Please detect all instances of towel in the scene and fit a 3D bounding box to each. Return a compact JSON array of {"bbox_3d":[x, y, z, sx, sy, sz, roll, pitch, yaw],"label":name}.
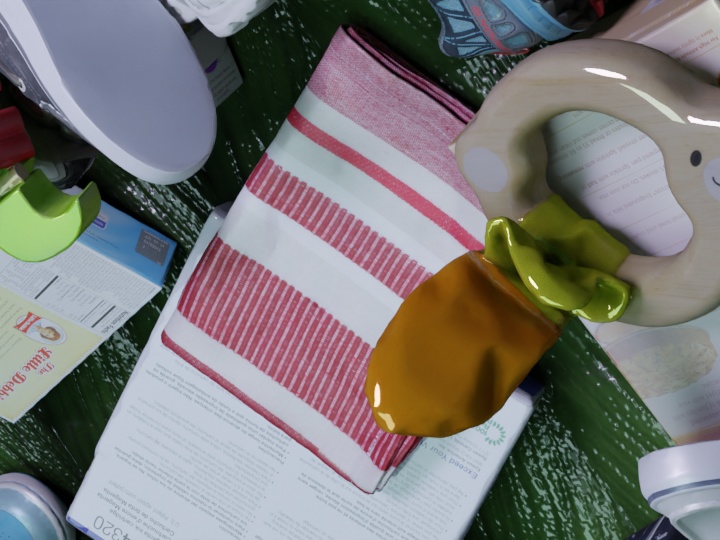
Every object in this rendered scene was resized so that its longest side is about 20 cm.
[{"bbox_3d":[0.000,0.000,0.915,0.144,0.023,0.200,36,115,6],"label":"towel"}]

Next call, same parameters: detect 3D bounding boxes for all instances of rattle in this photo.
[{"bbox_3d":[0.099,-0.024,0.690,0.200,0.143,0.131,-14,97,49],"label":"rattle"}]

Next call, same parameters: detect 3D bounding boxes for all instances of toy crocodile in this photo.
[{"bbox_3d":[-0.197,-0.088,0.862,0.062,0.067,0.200,-34,89,28],"label":"toy crocodile"}]

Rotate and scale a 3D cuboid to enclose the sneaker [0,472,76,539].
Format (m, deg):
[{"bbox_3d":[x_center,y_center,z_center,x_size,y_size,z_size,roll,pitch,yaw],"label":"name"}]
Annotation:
[{"bbox_3d":[-0.272,0.218,1.243,0.080,0.131,0.200,45,136,-2],"label":"sneaker"}]

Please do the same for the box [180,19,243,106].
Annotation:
[{"bbox_3d":[-0.152,-0.095,0.979,0.199,0.041,0.039,-3,120,37],"label":"box"}]

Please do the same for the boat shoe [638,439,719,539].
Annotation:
[{"bbox_3d":[0.196,0.124,0.820,0.200,0.066,0.073,21,148,-37],"label":"boat shoe"}]

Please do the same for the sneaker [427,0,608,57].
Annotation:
[{"bbox_3d":[0.014,-0.168,0.781,0.095,0.079,0.200,-22,108,45],"label":"sneaker"}]

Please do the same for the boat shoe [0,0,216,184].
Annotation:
[{"bbox_3d":[-0.145,-0.110,0.848,0.200,0.070,0.066,45,147,4],"label":"boat shoe"}]

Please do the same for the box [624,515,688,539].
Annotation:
[{"bbox_3d":[0.115,0.256,0.958,0.124,0.197,0.200,44,136,-2],"label":"box"}]

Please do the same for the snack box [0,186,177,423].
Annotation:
[{"bbox_3d":[-0.204,0.013,1.076,0.116,0.037,0.200,30,139,-20],"label":"snack box"}]

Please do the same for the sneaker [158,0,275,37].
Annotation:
[{"bbox_3d":[-0.073,-0.157,0.792,0.099,0.078,0.200,46,166,-19],"label":"sneaker"}]

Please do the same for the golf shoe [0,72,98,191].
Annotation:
[{"bbox_3d":[-0.205,-0.117,0.938,0.200,0.073,0.092,51,123,19],"label":"golf shoe"}]

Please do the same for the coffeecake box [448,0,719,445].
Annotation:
[{"bbox_3d":[0.161,-0.020,0.799,0.153,0.073,0.200,-27,105,44],"label":"coffeecake box"}]

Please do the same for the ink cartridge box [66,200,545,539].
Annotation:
[{"bbox_3d":[-0.033,0.097,0.991,0.196,0.043,0.200,31,109,10],"label":"ink cartridge box"}]
